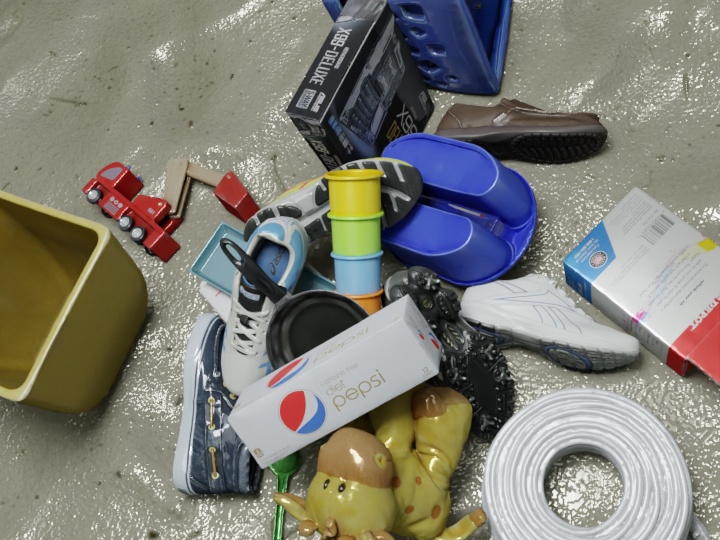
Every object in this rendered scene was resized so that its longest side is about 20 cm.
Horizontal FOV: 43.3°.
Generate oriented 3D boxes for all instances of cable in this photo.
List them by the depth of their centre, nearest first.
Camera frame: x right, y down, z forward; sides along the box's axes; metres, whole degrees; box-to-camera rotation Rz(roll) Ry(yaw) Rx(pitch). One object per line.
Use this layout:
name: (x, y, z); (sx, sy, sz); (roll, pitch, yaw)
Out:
cable: (0.216, 0.214, 0.876); (0.199, 0.069, 0.201); (-21, 65, 6)

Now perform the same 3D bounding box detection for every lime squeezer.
lime squeezer: (-0.076, 0.189, 0.970); (0.038, 0.071, 0.201); (4, 99, -23)

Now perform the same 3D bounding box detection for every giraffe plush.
giraffe plush: (0.008, 0.201, 0.860); (0.172, 0.162, 0.201); (-22, 77, 35)

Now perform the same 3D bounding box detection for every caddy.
caddy: (0.096, -0.066, 0.999); (0.200, 0.105, 0.142); (22, 83, 40)

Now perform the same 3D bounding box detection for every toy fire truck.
toy fire truck: (-0.238, -0.091, 1.132); (0.200, 0.049, 0.141); (37, 81, 25)

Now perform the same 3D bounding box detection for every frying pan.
frying pan: (-0.069, 0.055, 0.892); (0.189, 0.031, 0.115); (27, 108, 0)

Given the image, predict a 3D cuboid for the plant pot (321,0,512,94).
plant pot: (0.069, -0.340, 1.078); (0.179, 0.200, 0.201); (2, 68, 23)

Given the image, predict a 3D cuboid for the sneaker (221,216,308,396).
sneaker: (-0.109, 0.039, 0.934); (0.072, 0.072, 0.201); (23, 106, 21)

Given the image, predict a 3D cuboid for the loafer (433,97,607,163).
loafer: (0.181, -0.170, 1.041); (0.199, 0.073, 0.071); (3, 70, 16)

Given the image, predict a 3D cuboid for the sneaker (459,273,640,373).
sneaker: (0.196, 0.047, 0.951); (0.199, 0.075, 0.087); (17, 69, 20)

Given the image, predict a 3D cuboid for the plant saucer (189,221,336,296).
plant saucer: (-0.091, 0.018, 0.990); (0.199, 0.019, 0.070); (28, 77, 22)

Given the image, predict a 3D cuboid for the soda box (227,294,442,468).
soda box: (-0.024, 0.105, 0.854); (0.200, 0.068, 0.064); (-31, 101, 15)

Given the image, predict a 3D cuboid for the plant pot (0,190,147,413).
plant pot: (-0.353, 0.053, 1.019); (0.193, 0.200, 0.196); (18, 73, 21)

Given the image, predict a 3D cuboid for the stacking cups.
stacking cups: (0.000, 0.000, 0.917); (0.060, 0.061, 0.201); (0, 105, 15)

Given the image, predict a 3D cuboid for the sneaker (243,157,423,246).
sneaker: (-0.029, -0.077, 0.979); (0.199, 0.090, 0.078); (-16, 107, 12)

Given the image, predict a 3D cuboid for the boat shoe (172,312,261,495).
boat shoe: (-0.145, 0.147, 1.003); (0.090, 0.071, 0.201); (0, 75, 13)

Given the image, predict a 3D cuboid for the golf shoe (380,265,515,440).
golf shoe: (0.089, 0.084, 0.949); (0.078, 0.094, 0.201); (-33, 100, -19)

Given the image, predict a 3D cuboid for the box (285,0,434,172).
box: (0.007, -0.182, 1.023); (0.050, 0.200, 0.158); (20, 73, 27)

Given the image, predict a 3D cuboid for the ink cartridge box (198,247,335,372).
ink cartridge box: (-0.099, 0.033, 1.034); (0.115, 0.068, 0.200); (-43, 65, -6)

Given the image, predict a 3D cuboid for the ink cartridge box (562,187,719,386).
ink cartridge box: (0.321, 0.022, 0.929); (0.116, 0.067, 0.200); (-44, 65, -5)
